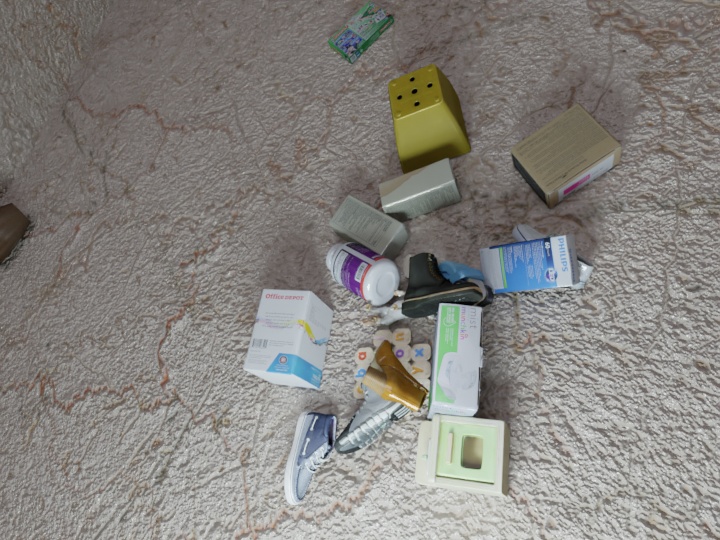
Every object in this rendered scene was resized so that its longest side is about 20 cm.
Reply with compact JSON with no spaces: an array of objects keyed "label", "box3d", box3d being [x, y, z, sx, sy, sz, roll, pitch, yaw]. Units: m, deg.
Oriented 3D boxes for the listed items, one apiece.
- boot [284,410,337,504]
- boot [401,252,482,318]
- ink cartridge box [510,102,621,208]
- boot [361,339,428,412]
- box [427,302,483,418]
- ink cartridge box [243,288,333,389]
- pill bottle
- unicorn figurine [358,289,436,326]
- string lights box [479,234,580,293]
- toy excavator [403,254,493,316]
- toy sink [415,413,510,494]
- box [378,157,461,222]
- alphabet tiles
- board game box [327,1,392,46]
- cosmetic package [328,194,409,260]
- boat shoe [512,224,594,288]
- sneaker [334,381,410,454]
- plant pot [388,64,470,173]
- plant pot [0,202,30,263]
[{"label":"boot","box3d":[-0.110,0.424,1.199,0.088,0.073,0.206,-5,64,28]},{"label":"boot","box3d":[0.168,0.013,1.125,0.196,0.077,0.143,-14,58,40]},{"label":"ink cartridge box","box3d":[0.484,-0.273,1.258,0.197,0.075,0.167,-32,59,7]},{"label":"boot","box3d":[0.085,0.235,1.160,0.141,0.201,0.072,27,109,5]},{"label":"box","box3d":[0.196,0.197,1.097,0.093,0.177,0.206,5,68,7]},{"label":"ink cartridge box","box3d":[-0.172,0.168,1.305,0.142,0.146,0.206,1,67,25]},{"label":"pill bottle","box3d":[0.000,0.000,1.315,0.198,0.112,0.114,29,79,46]},{"label":"unicorn figurine","box3d":[0.100,0.095,1.242,0.196,0.136,0.076,-7,72,37]},{"label":"string lights box","box3d":[0.362,-0.011,1.144,0.196,0.058,0.106,-8,90,40]},{"label":"toy excavator","box3d":[0.192,0.018,1.227,0.194,0.098,0.205,-42,51,41]},{"label":"toy sink","box3d":[0.195,0.368,1.064,0.194,0.112,0.134,0,66,24]},{"label":"box","box3d":[0.153,-0.202,1.365,0.194,0.095,0.080,-18,59,14]},{"label":"alphabet tiles","box3d":[0.075,0.238,1.239,0.190,0.015,0.206,-8,64,21]},{"label":"board game box","box3d":[0.000,-0.791,1.751,0.200,0.029,0.135,-43,56,1]},{"label":"cosmetic package","box3d":[0.022,-0.107,1.391,0.198,0.071,0.106,34,82,33]},{"label":"boat shoe","box3d":[0.429,-0.050,1.171,0.200,0.073,0.068,44,129,23]},{"label":"sneaker","box3d":[0.011,0.314,1.188,0.197,0.076,0.116,-32,52,-5]},{"label":"plant pot","box3d":[0.167,-0.416,1.410,0.194,0.177,0.206,-16,61,17]},{"label":"plant pot","box3d":[-1.367,-0.153,2.002,0.184,0.189,0.201,29,65,32]}]
